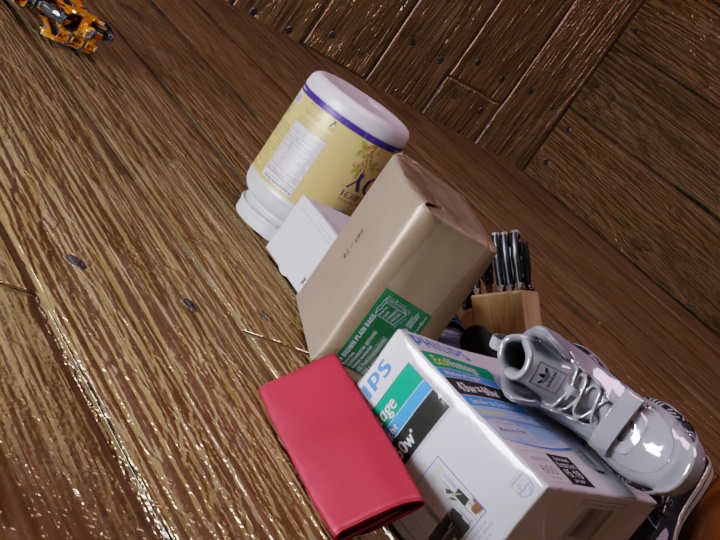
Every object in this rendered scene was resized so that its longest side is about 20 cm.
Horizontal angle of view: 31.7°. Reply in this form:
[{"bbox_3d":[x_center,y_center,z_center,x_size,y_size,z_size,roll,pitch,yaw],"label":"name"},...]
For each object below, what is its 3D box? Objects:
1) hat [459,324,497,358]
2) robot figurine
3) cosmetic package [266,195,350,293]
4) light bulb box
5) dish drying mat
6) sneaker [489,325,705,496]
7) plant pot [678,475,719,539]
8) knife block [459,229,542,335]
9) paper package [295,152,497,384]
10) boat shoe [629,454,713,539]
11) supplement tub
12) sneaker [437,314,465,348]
[{"bbox_3d":[0.181,0.126,1.292,0.201,0.081,0.201,61,-11,20],"label":"hat"},{"bbox_3d":[-0.435,-0.371,1.781,0.200,0.058,0.145,42,15,30],"label":"robot figurine"},{"bbox_3d":[0.000,0.000,1.498,0.200,0.085,0.108,24,20,-44],"label":"cosmetic package"},{"bbox_3d":[0.109,0.170,1.084,0.198,0.125,0.200,18,22,-51],"label":"light bulb box"},{"bbox_3d":[-0.020,0.139,1.017,0.200,0.077,0.018,54,-13,54],"label":"dish drying mat"},{"bbox_3d":[0.188,0.113,1.052,0.115,0.075,0.200,24,12,-40],"label":"sneaker"},{"bbox_3d":[0.374,0.303,1.174,0.200,0.200,0.183,39,30,16],"label":"plant pot"},{"bbox_3d":[0.194,0.058,1.569,0.200,0.176,0.064,41,15,23],"label":"knife block"},{"bbox_3d":[0.033,0.004,1.309,0.103,0.200,0.191,31,13,-17],"label":"paper package"},{"bbox_3d":[0.272,0.232,1.211,0.062,0.075,0.200,52,54,-13],"label":"boat shoe"},{"bbox_3d":[-0.050,-0.128,1.566,0.145,0.200,0.145,32,14,-9],"label":"supplement tub"},{"bbox_3d":[0.126,0.100,1.471,0.202,0.077,0.146,25,19,-33],"label":"sneaker"}]
